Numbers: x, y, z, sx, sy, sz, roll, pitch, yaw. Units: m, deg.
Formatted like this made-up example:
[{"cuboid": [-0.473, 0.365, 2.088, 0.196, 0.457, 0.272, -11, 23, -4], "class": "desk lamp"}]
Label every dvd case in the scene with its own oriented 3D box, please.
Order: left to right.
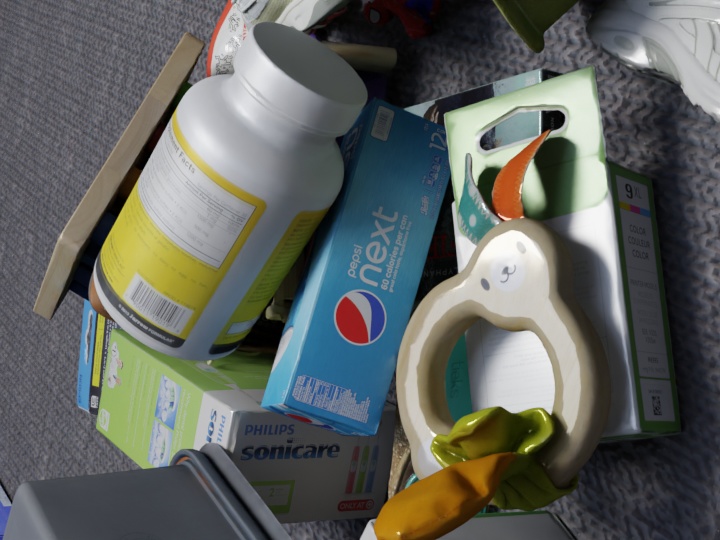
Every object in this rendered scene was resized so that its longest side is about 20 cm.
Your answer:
[{"cuboid": [0.075, -0.020, 0.771, 0.145, 0.022, 0.202, -6, 82, 53], "class": "dvd case"}]

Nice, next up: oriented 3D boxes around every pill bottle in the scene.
[{"cuboid": [-0.079, -0.048, 0.727, 0.201, 0.111, 0.112, -55, 46, 27], "class": "pill bottle"}]

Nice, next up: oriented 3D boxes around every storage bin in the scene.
[{"cuboid": [-0.126, 0.204, 0.677, 0.200, 0.133, 0.147, 42, 118, 49], "class": "storage bin"}]

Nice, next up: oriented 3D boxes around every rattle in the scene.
[{"cuboid": [0.048, 0.023, 0.592, 0.130, 0.142, 0.202, 11, 97, 53], "class": "rattle"}]

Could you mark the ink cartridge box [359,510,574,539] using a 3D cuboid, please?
[{"cuboid": [0.039, 0.244, 0.680, 0.084, 0.144, 0.201, 50, 124, 44], "class": "ink cartridge box"}]

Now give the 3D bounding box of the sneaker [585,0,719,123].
[{"cuboid": [0.197, -0.124, 0.580, 0.200, 0.077, 0.100, 45, 117, 45], "class": "sneaker"}]

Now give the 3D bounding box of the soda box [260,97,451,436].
[{"cuboid": [0.000, 0.000, 0.740, 0.068, 0.064, 0.202, 155, 134, -72], "class": "soda box"}]

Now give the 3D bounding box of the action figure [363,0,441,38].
[{"cuboid": [0.048, -0.207, 0.774, 0.199, 0.098, 0.066, -16, 72, 54], "class": "action figure"}]

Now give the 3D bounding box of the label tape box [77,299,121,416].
[{"cuboid": [-0.196, 0.070, 1.087, 0.199, 0.066, 0.145, 1, 86, 55], "class": "label tape box"}]

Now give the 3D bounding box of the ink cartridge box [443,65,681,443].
[{"cuboid": [0.113, -0.001, 0.666, 0.103, 0.059, 0.202, -13, 77, 37], "class": "ink cartridge box"}]

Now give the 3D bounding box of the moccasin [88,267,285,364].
[{"cuboid": [-0.108, 0.029, 0.860, 0.077, 0.201, 0.074, 19, 86, 47], "class": "moccasin"}]

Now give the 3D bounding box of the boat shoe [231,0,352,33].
[{"cuboid": [-0.048, -0.199, 0.799, 0.065, 0.074, 0.202, 56, 173, -15], "class": "boat shoe"}]

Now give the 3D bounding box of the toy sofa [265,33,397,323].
[{"cuboid": [-0.017, -0.061, 0.829, 0.098, 0.082, 0.202, 158, 114, -71], "class": "toy sofa"}]

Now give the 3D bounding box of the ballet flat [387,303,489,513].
[{"cuboid": [0.050, 0.108, 0.748, 0.065, 0.070, 0.202, -119, 33, -64], "class": "ballet flat"}]

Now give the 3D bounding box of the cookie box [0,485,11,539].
[{"cuboid": [-0.486, 0.362, 1.425, 0.171, 0.075, 0.202, 35, 113, 50], "class": "cookie box"}]

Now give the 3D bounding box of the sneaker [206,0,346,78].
[{"cuboid": [-0.064, -0.197, 0.942, 0.108, 0.067, 0.203, 29, 106, 53], "class": "sneaker"}]

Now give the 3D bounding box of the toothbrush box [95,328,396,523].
[{"cuboid": [-0.088, 0.111, 0.869, 0.199, 0.145, 0.087, 19, 101, 52], "class": "toothbrush box"}]

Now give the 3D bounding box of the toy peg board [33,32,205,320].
[{"cuboid": [-0.165, -0.051, 0.948, 0.200, 0.097, 0.200, -64, 10, -24], "class": "toy peg board"}]

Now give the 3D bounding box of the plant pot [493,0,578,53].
[{"cuboid": [0.122, -0.248, 0.600, 0.189, 0.200, 0.201, -29, 59, 17], "class": "plant pot"}]
